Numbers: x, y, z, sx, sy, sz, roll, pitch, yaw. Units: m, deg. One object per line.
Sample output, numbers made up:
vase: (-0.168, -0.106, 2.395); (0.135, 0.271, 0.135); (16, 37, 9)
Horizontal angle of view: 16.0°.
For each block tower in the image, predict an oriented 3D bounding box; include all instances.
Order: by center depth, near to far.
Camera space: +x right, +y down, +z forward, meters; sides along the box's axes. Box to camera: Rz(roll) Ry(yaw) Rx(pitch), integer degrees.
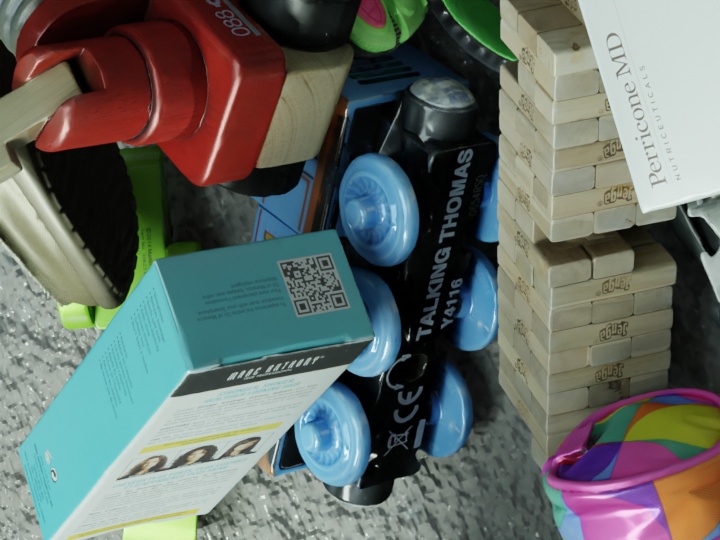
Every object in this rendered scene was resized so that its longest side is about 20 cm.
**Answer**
block tower: (0.086, -0.020, 0.967); (0.058, 0.054, 0.200); (-122, 25, -53)

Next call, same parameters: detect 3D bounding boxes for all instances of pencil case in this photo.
pencil case: (0.125, 0.147, 0.975); (0.088, 0.088, 0.200); (4, 115, 42)

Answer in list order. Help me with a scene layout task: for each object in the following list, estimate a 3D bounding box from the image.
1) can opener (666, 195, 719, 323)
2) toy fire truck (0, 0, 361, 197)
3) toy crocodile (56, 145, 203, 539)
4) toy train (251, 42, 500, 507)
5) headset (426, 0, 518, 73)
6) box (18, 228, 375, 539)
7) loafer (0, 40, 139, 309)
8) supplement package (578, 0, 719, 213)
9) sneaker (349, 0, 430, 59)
can opener: (0.159, 0.021, 0.964); (0.066, 0.053, 0.200); (150, 103, -78)
toy fire truck: (-0.128, -0.088, 0.985); (0.176, 0.200, 0.129); (48, 133, 32)
toy crocodile: (-0.099, 0.041, 1.193); (0.067, 0.062, 0.200); (-9, 95, 4)
toy train: (0.000, 0.000, 1.075); (0.114, 0.087, 0.200); (38, 127, 40)
headset: (0.056, -0.165, 0.964); (0.123, 0.094, 0.200); (11, 116, 40)
box: (-0.073, 0.052, 1.050); (0.200, 0.082, 0.049); (-48, 57, 55)
loafer: (-0.164, -0.059, 1.104); (0.067, 0.076, 0.200); (-16, 125, 25)
supplement package: (0.149, -0.139, 0.845); (0.111, 0.156, 0.200); (-17, 91, 44)
sneaker: (-0.039, -0.148, 1.080); (0.200, 0.077, 0.084); (47, 137, 34)
